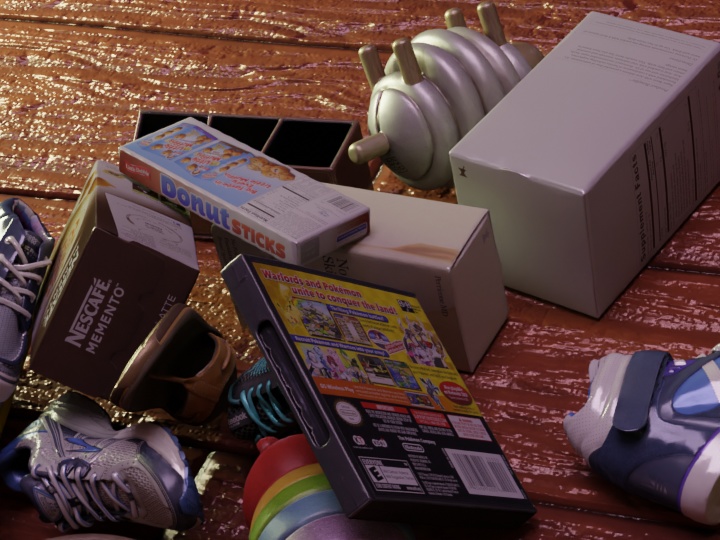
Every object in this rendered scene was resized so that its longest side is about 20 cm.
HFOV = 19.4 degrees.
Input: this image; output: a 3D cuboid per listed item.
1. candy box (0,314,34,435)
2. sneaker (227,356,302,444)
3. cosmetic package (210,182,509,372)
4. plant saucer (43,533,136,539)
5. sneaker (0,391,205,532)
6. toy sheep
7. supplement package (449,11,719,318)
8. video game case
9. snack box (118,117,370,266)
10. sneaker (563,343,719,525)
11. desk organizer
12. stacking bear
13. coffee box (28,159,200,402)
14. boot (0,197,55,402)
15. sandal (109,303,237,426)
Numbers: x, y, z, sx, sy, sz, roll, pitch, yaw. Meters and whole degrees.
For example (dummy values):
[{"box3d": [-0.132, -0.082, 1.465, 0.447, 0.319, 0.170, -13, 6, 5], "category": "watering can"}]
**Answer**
[{"box3d": [-0.294, 0.103, 1.521, 0.102, 0.026, 0.201, -29, 30, 27], "category": "candy box"}, {"box3d": [-0.047, 0.087, 1.416, 0.091, 0.078, 0.200, -32, -2, -5], "category": "sneaker"}, {"box3d": [0.000, 0.000, 1.532, 0.199, 0.106, 0.071, 9, 44, 29], "category": "cosmetic package"}, {"box3d": [-0.194, 0.248, 1.336, 0.199, 0.030, 0.201, -9, 37, 7], "category": "plant saucer"}, {"box3d": [-0.178, 0.146, 1.412, 0.085, 0.077, 0.200, -30, 24, -30], "category": "sneaker"}, {"box3d": [0.068, -0.129, 1.650, 0.199, 0.139, 0.138, -25, 39, -26], "category": "toy sheep"}, {"box3d": [0.175, -0.082, 1.568, 0.121, 0.120, 0.200, 20, 48, 33], "category": "supplement package"}, {"box3d": [0.014, 0.080, 1.326, 0.025, 0.200, 0.181, -40, 63, 22], "category": "video game case"}, {"box3d": [-0.086, -0.059, 1.516, 0.072, 0.024, 0.200, -27, 40, -35], "category": "snack box"}, {"box3d": [0.226, 0.069, 1.394, 0.146, 0.081, 0.200, 28, 59, 35], "category": "sneaker"}, {"box3d": [-0.094, -0.074, 1.673, 0.199, 0.077, 0.072, 4, 41, 21], "category": "desk organizer"}, {"box3d": [-0.025, 0.172, 1.320, 0.114, 0.121, 0.200, -58, 23, 14], "category": "stacking bear"}, {"box3d": [-0.177, 0.006, 1.504, 0.079, 0.115, 0.200, 24, 11, -13], "category": "coffee box"}, {"box3d": [-0.257, 0.014, 1.489, 0.090, 0.073, 0.200, -50, 27, 8], "category": "boot"}, {"box3d": [-0.111, 0.075, 1.424, 0.054, 0.200, 0.081, 29, 85, 17], "category": "sandal"}]
